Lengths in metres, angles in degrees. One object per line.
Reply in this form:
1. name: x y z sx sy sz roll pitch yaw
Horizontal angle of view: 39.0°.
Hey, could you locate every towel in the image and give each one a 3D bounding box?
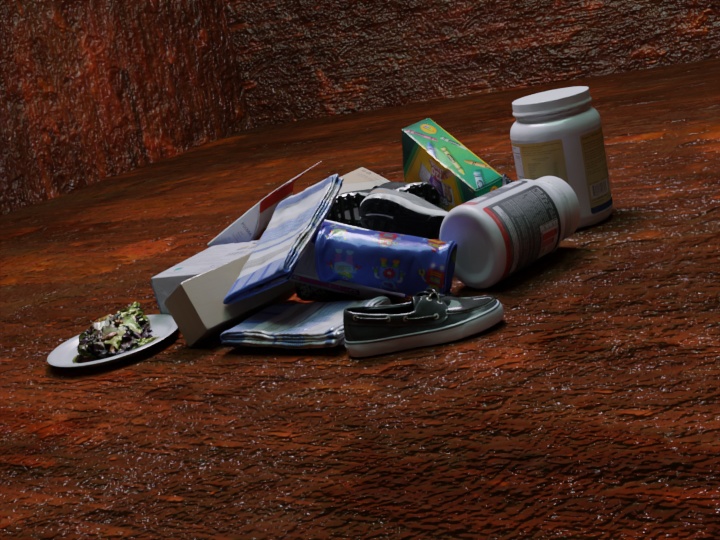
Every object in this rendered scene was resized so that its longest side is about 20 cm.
1. towel: -0.072 0.066 1.342 0.197 0.024 0.146 -3 16 34
2. towel: -0.107 -0.045 1.405 0.146 0.024 0.202 -22 31 44

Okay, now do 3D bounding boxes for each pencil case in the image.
1. pencil case: 0.035 -0.009 1.365 0.196 0.088 0.078 9 35 13

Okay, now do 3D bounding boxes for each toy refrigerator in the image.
1. toy refrigerator: -0.177 0.031 1.457 0.199 0.077 0.070 -27 -8 -43

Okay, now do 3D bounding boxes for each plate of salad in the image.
1. plate of salad: -0.360 0.092 1.478 0.196 0.049 0.200 -11 14 3

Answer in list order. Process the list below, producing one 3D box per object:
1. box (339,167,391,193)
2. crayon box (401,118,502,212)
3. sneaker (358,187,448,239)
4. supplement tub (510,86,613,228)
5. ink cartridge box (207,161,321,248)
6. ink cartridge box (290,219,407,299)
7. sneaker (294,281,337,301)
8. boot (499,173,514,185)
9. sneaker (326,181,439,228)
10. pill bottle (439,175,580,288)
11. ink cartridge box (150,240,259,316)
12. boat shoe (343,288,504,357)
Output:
1. box: -0.032 -0.105 1.804 0.077 0.096 0.199 29 33 25
2. crayon box: 0.142 -0.137 1.600 0.058 0.120 0.200 -25 45 -21
3. sneaker: 0.096 -0.074 1.501 0.197 0.075 0.080 23 28 -2
4. supplement tub: 0.312 -0.175 1.588 0.141 0.204 0.145 -11 14 3
5. ink cartridge box: -0.152 -0.099 1.737 0.198 0.051 0.162 -33 5 24
6. ink cartridge box: -0.014 -0.015 1.442 0.196 0.037 0.096 12 61 16
7. sneaker: 0.000 0.000 1.480 0.197 0.078 0.089 -20 26 -15
8. boot: 0.175 -0.108 1.708 0.165 0.078 0.200 -10 8 27
9. sneaker: 0.021 -0.099 1.598 0.196 0.068 0.090 -11 11 -12
10. pill bottle: 0.213 -0.060 1.414 0.198 0.118 0.115 -24 18 -38
11. ink cartridge box: -0.212 0.009 1.604 0.134 0.078 0.200 -5 18 31
12. boat shoe: 0.074 0.055 1.218 0.196 0.058 0.069 -13 14 0
